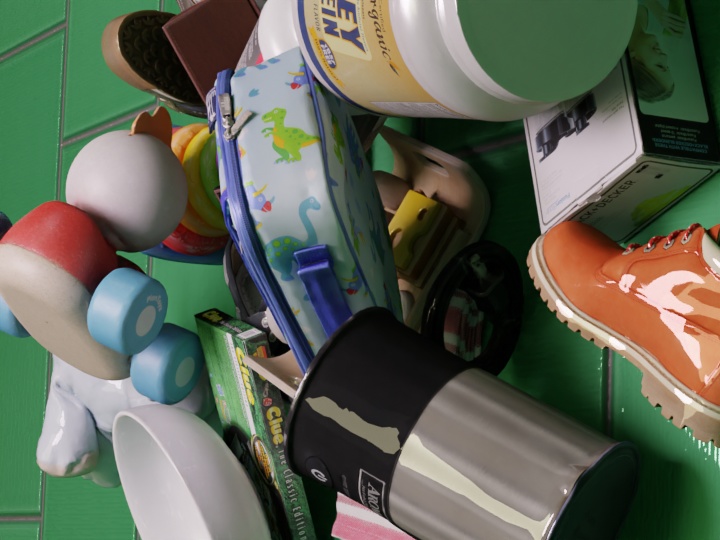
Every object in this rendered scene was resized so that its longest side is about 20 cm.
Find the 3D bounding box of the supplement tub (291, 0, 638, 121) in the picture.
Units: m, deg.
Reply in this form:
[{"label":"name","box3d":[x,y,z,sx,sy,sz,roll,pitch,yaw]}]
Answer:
[{"label":"supplement tub","box3d":[0.060,-0.161,1.383,0.200,0.144,0.145,8,92,62]}]

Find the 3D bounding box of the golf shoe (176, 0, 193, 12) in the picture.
[{"label":"golf shoe","box3d":[-0.143,-0.281,1.998,0.095,0.077,0.201,-50,42,48]}]

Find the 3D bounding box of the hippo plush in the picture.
[{"label":"hippo plush","box3d":[-0.170,0.097,1.952,0.160,0.159,0.201,9,105,34]}]

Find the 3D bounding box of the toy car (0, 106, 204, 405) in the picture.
[{"label":"toy car","box3d":[-0.188,-0.031,1.812,0.184,0.177,0.200,22,71,27]}]

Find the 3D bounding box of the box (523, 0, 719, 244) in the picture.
[{"label":"box","box3d":[0.149,-0.130,1.426,0.117,0.060,0.201,-43,48,52]}]

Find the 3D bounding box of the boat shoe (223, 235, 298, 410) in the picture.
[{"label":"boat shoe","box3d":[-0.059,0.037,1.763,0.200,0.075,0.060,50,168,52]}]

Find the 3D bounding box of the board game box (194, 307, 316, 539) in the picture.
[{"label":"board game box","box3d":[-0.077,0.133,1.766,0.105,0.023,0.201,26,131,64]}]

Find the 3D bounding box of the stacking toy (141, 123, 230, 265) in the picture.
[{"label":"stacking toy","box3d":[-0.097,-0.078,1.867,0.200,0.109,0.117,-15,72,49]}]

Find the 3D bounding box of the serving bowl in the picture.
[{"label":"serving bowl","box3d":[-0.117,0.188,1.785,0.200,0.066,0.201,49,153,36]}]

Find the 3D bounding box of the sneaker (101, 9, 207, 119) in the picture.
[{"label":"sneaker","box3d":[-0.140,-0.151,1.816,0.090,0.200,0.067,-9,77,43]}]

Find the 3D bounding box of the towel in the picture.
[{"label":"towel","box3d":[0.035,0.108,1.639,0.146,0.030,0.201,9,90,62]}]

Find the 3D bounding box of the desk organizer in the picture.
[{"label":"desk organizer","box3d":[-0.083,-0.108,1.740,0.200,0.077,0.072,61,152,-9]}]

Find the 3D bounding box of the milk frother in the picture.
[{"label":"milk frother","box3d":[0.090,0.088,1.435,0.188,0.181,0.200,28,80,25]}]

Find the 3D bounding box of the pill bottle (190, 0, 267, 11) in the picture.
[{"label":"pill bottle","box3d":[-0.062,-0.231,1.797,0.200,0.109,0.110,32,113,59]}]

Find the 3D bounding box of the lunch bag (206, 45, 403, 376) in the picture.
[{"label":"lunch bag","box3d":[-0.032,-0.030,1.494,0.200,0.082,0.161,65,-169,-50]}]

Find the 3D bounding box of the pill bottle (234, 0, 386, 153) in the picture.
[{"label":"pill bottle","box3d":[-0.024,-0.139,1.590,0.200,0.110,0.111,123,144,-61]}]

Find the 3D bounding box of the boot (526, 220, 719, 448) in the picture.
[{"label":"boot","box3d":[0.177,0.007,1.335,0.200,0.075,0.108,41,119,43]}]

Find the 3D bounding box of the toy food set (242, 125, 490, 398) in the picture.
[{"label":"toy food set","box3d":[0.000,0.000,1.635,0.201,0.060,0.143,-61,30,0]}]
